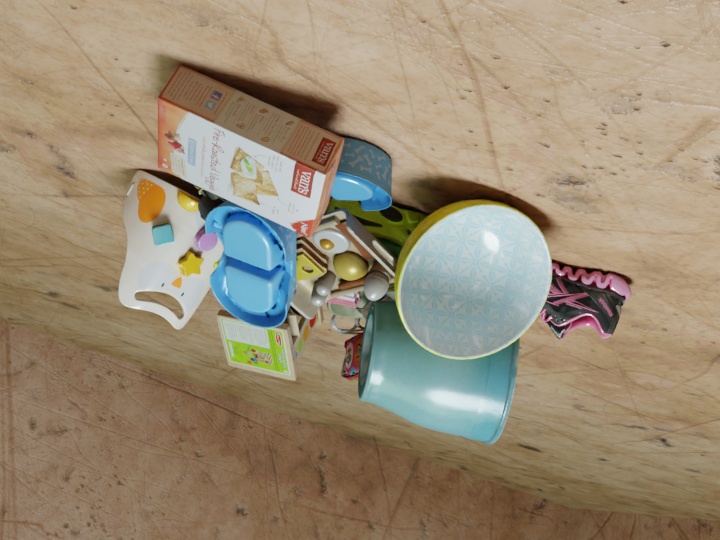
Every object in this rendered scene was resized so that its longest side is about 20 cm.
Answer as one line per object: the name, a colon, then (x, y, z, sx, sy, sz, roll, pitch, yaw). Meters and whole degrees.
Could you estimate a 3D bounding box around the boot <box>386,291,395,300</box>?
boot: (0.122, 0.072, 1.624, 0.199, 0.068, 0.131, 30, -157, -33)

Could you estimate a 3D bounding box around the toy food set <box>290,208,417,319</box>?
toy food set: (-0.040, 0.003, 1.417, 0.199, 0.061, 0.143, -16, 134, 40)

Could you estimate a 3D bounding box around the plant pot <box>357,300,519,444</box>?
plant pot: (0.096, 0.118, 1.465, 0.186, 0.203, 0.200, 9, 165, -5)

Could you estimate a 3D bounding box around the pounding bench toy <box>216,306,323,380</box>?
pounding bench toy: (-0.146, 0.046, 1.796, 0.123, 0.157, 0.201, 10, 137, 16)

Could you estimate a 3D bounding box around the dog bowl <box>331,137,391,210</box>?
dog bowl: (-0.049, -0.117, 1.304, 0.198, 0.050, 0.111, 4, 161, 33)

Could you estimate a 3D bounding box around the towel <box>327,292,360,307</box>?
towel: (-0.081, -0.021, 1.622, 0.145, 0.030, 0.201, 11, 146, 20)

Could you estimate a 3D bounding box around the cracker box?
cracker box: (-0.124, -0.128, 1.208, 0.198, 0.058, 0.134, 24, 150, 3)

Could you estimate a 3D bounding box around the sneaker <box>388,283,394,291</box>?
sneaker: (0.000, 0.000, 1.526, 0.197, 0.076, 0.077, 7, 138, -8)

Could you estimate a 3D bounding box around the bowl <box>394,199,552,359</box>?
bowl: (0.124, -0.004, 1.354, 0.198, 0.202, 0.108, 21, -165, -24)

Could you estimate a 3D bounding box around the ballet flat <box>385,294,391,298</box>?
ballet flat: (0.078, 0.024, 1.698, 0.198, 0.067, 0.057, 23, -155, -26)

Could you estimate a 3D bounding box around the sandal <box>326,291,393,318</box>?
sandal: (0.046, 0.055, 1.743, 0.198, 0.081, 0.058, 8, -153, -2)

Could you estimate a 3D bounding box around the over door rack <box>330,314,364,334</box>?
over door rack: (0.068, 0.094, 1.901, 0.199, 0.067, 0.147, 19, 164, -37)

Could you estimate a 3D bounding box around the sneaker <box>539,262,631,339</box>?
sneaker: (0.261, 0.042, 1.487, 0.198, 0.096, 0.079, 11, 166, 17)

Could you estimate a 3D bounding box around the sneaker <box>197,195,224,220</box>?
sneaker: (-0.145, -0.048, 1.540, 0.106, 0.075, 0.200, 48, -177, 27)

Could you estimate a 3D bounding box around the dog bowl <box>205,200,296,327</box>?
dog bowl: (-0.131, -0.016, 1.371, 0.110, 0.050, 0.201, 20, 138, 16)

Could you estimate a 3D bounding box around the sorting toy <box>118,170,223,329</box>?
sorting toy: (-0.262, -0.014, 1.577, 0.199, 0.182, 0.106, 29, 176, -43)

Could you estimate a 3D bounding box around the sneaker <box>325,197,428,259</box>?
sneaker: (0.044, -0.044, 1.439, 0.198, 0.075, 0.084, 28, 160, -11)

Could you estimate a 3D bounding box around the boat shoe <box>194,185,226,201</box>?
boat shoe: (-0.174, -0.117, 1.395, 0.071, 0.061, 0.200, -2, 157, 47)

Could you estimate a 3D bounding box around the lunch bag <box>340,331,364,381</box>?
lunch bag: (0.073, 0.153, 1.819, 0.174, 0.083, 0.200, 13, 166, -18)
